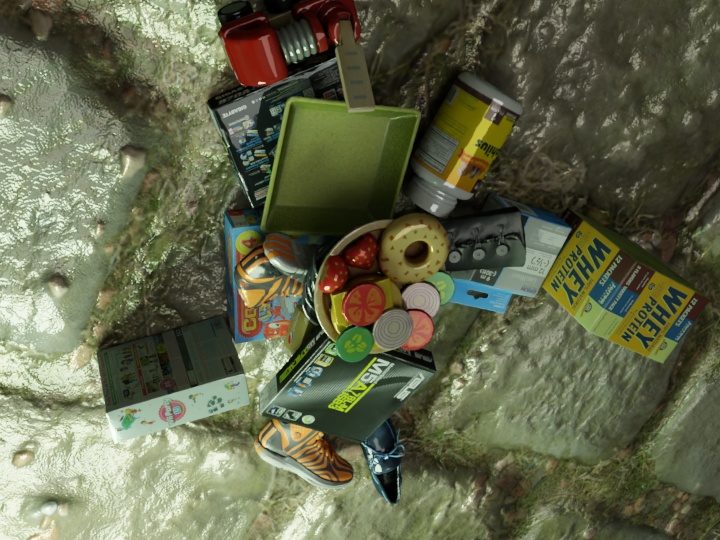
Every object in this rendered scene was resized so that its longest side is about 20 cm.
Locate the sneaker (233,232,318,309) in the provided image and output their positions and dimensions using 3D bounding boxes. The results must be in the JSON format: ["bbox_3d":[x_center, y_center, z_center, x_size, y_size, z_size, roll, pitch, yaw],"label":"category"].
[{"bbox_3d":[-0.105,0.014,1.258,0.112,0.078,0.200,-33,143,24],"label":"sneaker"}]

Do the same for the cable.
[{"bbox_3d":[-0.006,0.025,1.227,0.163,0.051,0.200,-41,131,18],"label":"cable"}]

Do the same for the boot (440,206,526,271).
[{"bbox_3d":[0.151,-0.007,1.316,0.198,0.066,0.166,-11,123,-8],"label":"boot"}]

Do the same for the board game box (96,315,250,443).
[{"bbox_3d":[-0.278,0.157,1.284,0.198,0.148,0.065,-14,125,-14],"label":"board game box"}]

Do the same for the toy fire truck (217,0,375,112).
[{"bbox_3d":[-0.070,-0.272,1.091,0.175,0.200,0.129,-24,124,-8],"label":"toy fire truck"}]

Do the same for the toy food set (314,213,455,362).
[{"bbox_3d":[0.034,0.027,1.168,0.199,0.049,0.199,-18,117,-16],"label":"toy food set"}]

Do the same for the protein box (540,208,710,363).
[{"bbox_3d":[0.430,0.025,1.468,0.198,0.200,0.135,22,108,-31],"label":"protein box"}]

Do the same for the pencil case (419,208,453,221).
[{"bbox_3d":[0.098,-0.003,1.392,0.077,0.090,0.201,22,110,-1],"label":"pencil case"}]

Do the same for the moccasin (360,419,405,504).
[{"bbox_3d":[0.049,0.337,1.569,0.080,0.068,0.201,-24,124,-8],"label":"moccasin"}]

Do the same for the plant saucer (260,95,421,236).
[{"bbox_3d":[-0.035,-0.146,1.209,0.198,0.048,0.201,1,120,-26],"label":"plant saucer"}]

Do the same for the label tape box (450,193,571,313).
[{"bbox_3d":[0.241,-0.012,1.452,0.142,0.066,0.201,13,111,-28],"label":"label tape box"}]

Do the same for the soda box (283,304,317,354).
[{"bbox_3d":[-0.011,0.113,1.338,0.199,0.064,0.068,16,95,-27],"label":"soda box"}]

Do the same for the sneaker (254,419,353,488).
[{"bbox_3d":[-0.071,0.296,1.482,0.199,0.078,0.112,28,106,-32],"label":"sneaker"}]

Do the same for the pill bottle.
[{"bbox_3d":[0.146,-0.182,1.288,0.109,0.109,0.201,20,109,-30],"label":"pill bottle"}]

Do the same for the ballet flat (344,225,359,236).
[{"bbox_3d":[0.000,0.000,1.285,0.067,0.064,0.201,-37,137,-12],"label":"ballet flat"}]

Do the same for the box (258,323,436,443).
[{"bbox_3d":[-0.021,0.167,1.294,0.192,0.048,0.200,23,126,-28],"label":"box"}]

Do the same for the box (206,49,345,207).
[{"bbox_3d":[-0.093,-0.200,1.217,0.199,0.046,0.160,-25,125,-8],"label":"box"}]

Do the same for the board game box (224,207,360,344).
[{"bbox_3d":[-0.104,0.001,1.322,0.194,0.056,0.201,-8,121,-19],"label":"board game box"}]
